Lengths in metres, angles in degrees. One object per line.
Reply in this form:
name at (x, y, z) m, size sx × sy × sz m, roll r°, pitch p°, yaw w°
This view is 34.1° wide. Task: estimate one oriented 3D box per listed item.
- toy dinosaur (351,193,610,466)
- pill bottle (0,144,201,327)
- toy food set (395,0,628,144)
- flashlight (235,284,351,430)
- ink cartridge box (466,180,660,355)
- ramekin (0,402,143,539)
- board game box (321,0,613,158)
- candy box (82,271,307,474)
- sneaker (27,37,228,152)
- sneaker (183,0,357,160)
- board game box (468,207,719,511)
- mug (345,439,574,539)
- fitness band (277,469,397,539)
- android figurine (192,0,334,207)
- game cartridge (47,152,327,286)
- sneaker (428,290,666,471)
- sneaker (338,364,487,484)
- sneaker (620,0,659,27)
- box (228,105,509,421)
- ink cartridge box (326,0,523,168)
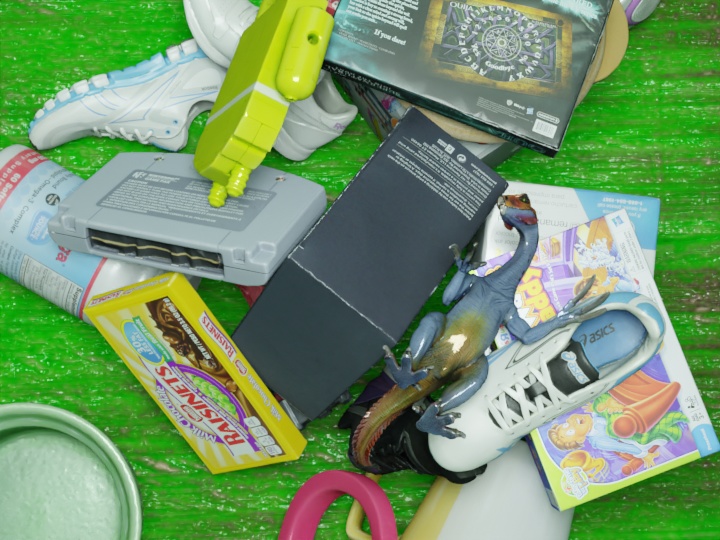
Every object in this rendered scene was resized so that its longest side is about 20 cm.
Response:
toy dinosaur at (0.072, 0.027, 0.860) m, size 0.105 × 0.200 × 0.182 m, roll 49°, pitch 42°, yaw -15°
pill bottle at (-0.244, -0.018, 1.034) m, size 0.200 × 0.109 × 0.109 m, roll 29°, pitch 83°, yaw 2°
toy food set at (0.104, -0.200, 0.953) m, size 0.200 × 0.049 × 0.198 m, roll -44°, pitch 86°, yaw -6°
flashlight at (-0.084, 0.046, 1.056) m, size 0.068 × 0.068 × 0.200 m, roll -38°, pitch 81°, yaw 32°
ink cartridge box at (0.164, 0.039, 1.020) m, size 0.146 × 0.146 × 0.201 m, roll 6°, pitch 84°, yaw 0°
ramekin at (-0.281, 0.215, 1.008) m, size 0.199 × 0.098 × 0.201 m, roll 0°, pitch 83°, yaw -2°
board game box at (0.082, -0.186, 0.911) m, size 0.199 × 0.028 × 0.136 m, roll 22°, pitch 82°, yaw 2°
candy box at (-0.138, 0.091, 0.992) m, size 0.200 × 0.102 × 0.026 m, roll 57°, pitch 39°, yaw -25°
sneaker at (-0.203, -0.142, 1.073) m, size 0.199 × 0.075 × 0.087 m, roll -23°, pitch 90°, yaw -4°
sneaker at (-0.077, -0.198, 1.048) m, size 0.099 × 0.075 × 0.200 m, roll -23°, pitch 113°, yaw 35°
board game box at (0.178, 0.069, 0.920) m, size 0.134 × 0.045 × 0.201 m, roll -21°, pitch 85°, yaw -2°
mug at (0.096, 0.216, 1.002) m, size 0.186 × 0.149 × 0.154 m, roll 26°, pitch 75°, yaw -5°
fitness band at (-0.029, 0.269, 0.992) m, size 0.037 × 0.143 × 0.201 m, roll 18°, pitch 82°, yaw -32°
android figurine at (-0.078, -0.146, 0.928) m, size 0.041 × 0.182 × 0.201 m, roll 23°, pitch 72°, yaw -21°
game cartridge at (-0.136, -0.048, 0.959) m, size 0.199 × 0.041 × 0.133 m, roll 11°, pitch 39°, yaw 20°
sneaker at (0.133, 0.079, 0.860) m, size 0.200 × 0.072 × 0.072 m, roll -35°, pitch 86°, yaw 3°
sneaker at (0.038, 0.148, 0.985) m, size 0.088 × 0.200 × 0.076 m, roll -41°, pitch 107°, yaw -3°
sneaker at (0.254, -0.305, 1.109) m, size 0.099 × 0.075 × 0.200 m, roll 31°, pitch 78°, yaw 16°
box at (0.000, 0.000, 0.958) m, size 0.104 × 0.200 × 0.182 m, roll 39°, pitch 59°, yaw -1°
ink cartridge box at (0.069, -0.181, 1.047) m, size 0.144 × 0.145 × 0.200 m, roll -35°, pitch 84°, yaw -6°
